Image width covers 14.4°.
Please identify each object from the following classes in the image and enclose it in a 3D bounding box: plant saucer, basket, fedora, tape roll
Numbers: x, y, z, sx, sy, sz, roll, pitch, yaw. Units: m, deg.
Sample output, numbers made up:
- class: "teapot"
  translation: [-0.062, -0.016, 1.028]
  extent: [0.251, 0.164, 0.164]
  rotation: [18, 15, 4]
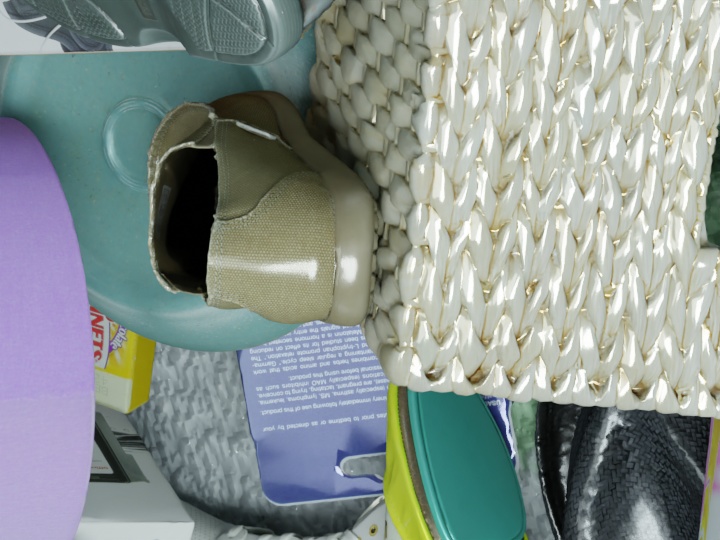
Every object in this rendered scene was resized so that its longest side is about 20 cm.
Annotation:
- class: "plant saucer"
  translation: [-0.086, -0.057, 1.229]
  extent: [0.200, 0.036, 0.200]
  rotation: [9, 108, 28]
- class: "basket"
  translation: [0.076, -0.064, 1.089]
  extent: [0.161, 0.200, 0.199]
  rotation: [1, 110, -14]
- class: "fedora"
  translation: [0.142, 0.102, 1.191]
  extent: [0.200, 0.092, 0.201]
  rotation: [8, 108, 27]
- class: "tape roll"
  translation: [-0.178, 0.035, 1.231]
  extent: [0.200, 0.066, 0.200]
  rotation: [-164, 73, -63]

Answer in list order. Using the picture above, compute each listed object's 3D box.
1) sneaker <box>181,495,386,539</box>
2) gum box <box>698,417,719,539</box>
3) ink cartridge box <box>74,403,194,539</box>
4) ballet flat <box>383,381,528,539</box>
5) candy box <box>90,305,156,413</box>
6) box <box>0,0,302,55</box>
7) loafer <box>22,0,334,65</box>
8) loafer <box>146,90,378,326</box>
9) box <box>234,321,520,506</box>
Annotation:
- class: "sneaker"
  translation: [-0.013, 0.135, 1.312]
  extent: [0.200, 0.074, 0.116]
  rotation: [35, 99, 28]
- class: "gum box"
  translation: [0.166, 0.162, 1.090]
  extent: [0.066, 0.114, 0.200]
  rotation: [2, 112, -5]
- class: "ink cartridge box"
  translation: [-0.137, 0.132, 1.311]
  extent: [0.200, 0.068, 0.116]
  rotation: [51, 132, 53]
- class: "ballet flat"
  translation: [0.046, 0.135, 1.216]
  extent: [0.067, 0.067, 0.200]
  rotation: [-36, 73, 37]
- class: "candy box"
  translation: [-0.132, -0.043, 1.296]
  extent: [0.102, 0.026, 0.200]
  rotation: [17, 112, 21]
- class: "box"
  translation: [-0.118, -0.150, 1.178]
  extent: [0.200, 0.041, 0.119]
  rotation: [2, 101, 36]
- class: "loafer"
  translation: [-0.077, -0.126, 1.102]
  extent: [0.200, 0.063, 0.072]
  rotation: [22, 139, 44]
- class: "loafer"
  translation: [-0.052, -0.029, 1.103]
  extent: [0.200, 0.067, 0.076]
  rotation: [-152, 67, -67]
- class: "box"
  translation: [0.000, 0.000, 1.257]
  extent: [0.121, 0.032, 0.200]
  rotation: [-7, 100, 11]
